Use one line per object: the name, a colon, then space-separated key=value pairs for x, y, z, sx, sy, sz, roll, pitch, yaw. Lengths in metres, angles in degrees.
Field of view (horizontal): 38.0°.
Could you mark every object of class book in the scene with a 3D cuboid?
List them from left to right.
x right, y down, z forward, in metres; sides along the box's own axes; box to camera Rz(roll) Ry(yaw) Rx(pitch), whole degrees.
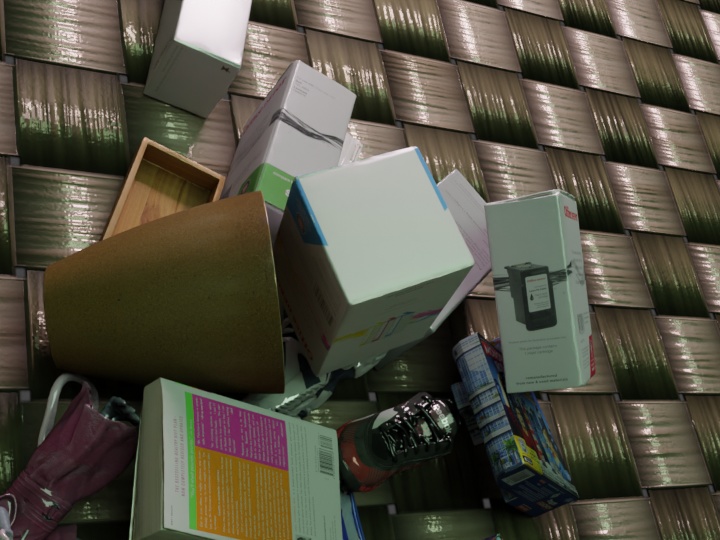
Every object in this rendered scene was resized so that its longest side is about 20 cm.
book: x=-0.097 y=0.179 z=0.898 sx=0.200 sy=0.048 sz=0.134 roll=24 pitch=50 yaw=-38

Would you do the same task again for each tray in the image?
tray: x=-0.213 y=-0.034 z=1.080 sx=0.098 sy=0.037 sz=0.201 roll=26 pitch=52 yaw=-18

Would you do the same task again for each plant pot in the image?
plant pot: x=-0.177 y=0.032 z=0.947 sx=0.199 sy=0.187 sz=0.187 roll=-7 pitch=66 yaw=-8

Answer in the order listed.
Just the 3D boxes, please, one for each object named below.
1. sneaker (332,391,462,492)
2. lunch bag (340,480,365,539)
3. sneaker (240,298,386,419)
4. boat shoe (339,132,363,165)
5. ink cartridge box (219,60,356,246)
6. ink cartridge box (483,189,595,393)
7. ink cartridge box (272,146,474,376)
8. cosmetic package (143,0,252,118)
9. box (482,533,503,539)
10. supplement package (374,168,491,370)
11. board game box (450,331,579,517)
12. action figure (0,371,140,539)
sneaker: x=0.041 y=0.167 z=1.052 sx=0.200 sy=0.098 sz=0.071 roll=-5 pitch=66 yaw=-60
lunch bag: x=-0.055 y=0.275 z=0.975 sx=0.160 sy=0.075 sz=0.201 roll=3 pitch=64 yaw=-43
sneaker: x=-0.077 y=0.078 z=1.083 sx=0.199 sy=0.080 sz=0.130 roll=-34 pitch=69 yaw=-23
boat shoe: x=-0.035 y=-0.085 z=1.208 sx=0.065 sy=0.072 sz=0.201 roll=22 pitch=45 yaw=-15
ink cartridge box: x=-0.088 y=-0.103 z=1.129 sx=0.084 sy=0.146 sz=0.201 roll=27 pitch=53 yaw=-18
ink cartridge box: x=0.195 y=0.022 z=1.123 sx=0.145 sy=0.083 sz=0.201 roll=1 pitch=82 yaw=-72
ink cartridge box: x=0.000 y=0.000 z=0.983 sx=0.125 sy=0.200 sz=0.129 roll=-18 pitch=70 yaw=-20
cosmetic package: x=-0.179 y=-0.291 z=1.205 sx=0.085 sy=0.108 sz=0.201 roll=21 pitch=53 yaw=-22
box: x=0.139 y=0.390 z=1.064 sx=0.136 sy=0.039 sz=0.201 roll=-21 pitch=77 yaw=-40
supplement package: x=0.065 y=-0.003 z=1.191 sx=0.117 sy=0.117 sz=0.200 roll=49 pitch=48 yaw=0
board game box: x=0.153 y=0.151 z=1.150 sx=0.200 sy=0.061 sz=0.201 roll=39 pitch=28 yaw=-55
action figure: x=-0.270 y=0.183 z=0.874 sx=0.149 sy=0.134 sz=0.200 roll=30 pitch=71 yaw=34
